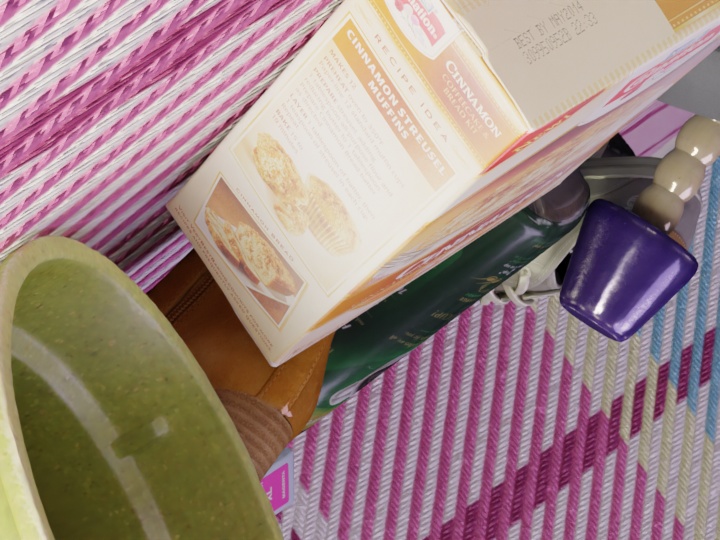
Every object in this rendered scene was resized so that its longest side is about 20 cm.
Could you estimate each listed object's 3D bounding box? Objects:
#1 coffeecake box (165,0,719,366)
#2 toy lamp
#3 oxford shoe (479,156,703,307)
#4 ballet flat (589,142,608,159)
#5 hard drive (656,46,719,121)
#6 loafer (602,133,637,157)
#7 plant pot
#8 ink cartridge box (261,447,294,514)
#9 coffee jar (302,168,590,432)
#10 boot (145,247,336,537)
[{"bbox_3d":[0.043,-0.065,0.862,0.153,0.073,0.200,-32,174,-33],"label":"coffeecake box"},{"bbox_3d":[0.154,-0.061,1.143,0.201,0.058,0.058,-57,176,-1],"label":"toy lamp"},{"bbox_3d":[0.061,-0.011,1.214,0.198,0.058,0.075,-5,151,14],"label":"oxford shoe"},{"bbox_3d":[0.070,-0.053,1.255,0.069,0.070,0.200,-32,175,-37],"label":"ballet flat"},{"bbox_3d":[0.215,-0.111,1.045,0.199,0.042,0.135,17,-115,44],"label":"hard drive"},{"bbox_3d":[0.102,-0.058,1.376,0.071,0.073,0.200,-37,176,4],"label":"loafer"},{"bbox_3d":[-0.138,0.116,0.834,0.183,0.201,0.200,-24,179,14],"label":"plant pot"},{"bbox_3d":[-0.138,0.135,1.426,0.119,0.042,0.200,13,-153,29],"label":"ink cartridge box"},{"bbox_3d":[0.000,0.000,1.147,0.200,0.086,0.104,-38,178,23],"label":"coffee jar"},{"bbox_3d":[-0.074,0.030,1.009,0.201,0.071,0.145,4,-121,53],"label":"boot"}]
